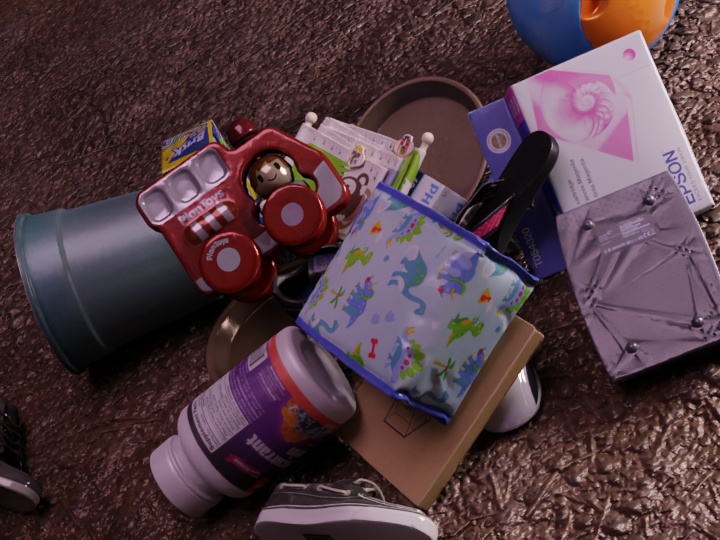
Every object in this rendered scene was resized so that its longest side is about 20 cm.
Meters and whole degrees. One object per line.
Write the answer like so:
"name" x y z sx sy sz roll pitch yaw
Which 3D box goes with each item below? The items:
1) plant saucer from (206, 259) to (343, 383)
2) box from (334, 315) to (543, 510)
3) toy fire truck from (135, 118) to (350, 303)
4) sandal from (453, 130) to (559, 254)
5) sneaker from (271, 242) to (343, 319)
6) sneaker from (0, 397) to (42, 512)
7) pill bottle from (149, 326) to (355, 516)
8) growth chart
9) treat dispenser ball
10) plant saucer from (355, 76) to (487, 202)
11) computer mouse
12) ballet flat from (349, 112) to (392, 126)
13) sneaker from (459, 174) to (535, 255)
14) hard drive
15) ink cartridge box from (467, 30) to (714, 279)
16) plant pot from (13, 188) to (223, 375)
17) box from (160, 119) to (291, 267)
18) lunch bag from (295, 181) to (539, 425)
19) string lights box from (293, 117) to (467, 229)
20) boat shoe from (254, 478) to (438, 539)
"plant saucer" -0.076 0.068 1.601 0.199 0.030 0.201 -18 41 16
"box" 0.071 0.111 1.422 0.201 0.021 0.163 -56 40 0
"toy fire truck" -0.122 -0.069 1.554 0.200 0.112 0.168 -36 80 3
"sandal" 0.129 -0.058 1.484 0.201 0.045 0.075 -60 34 14
"sneaker" 0.000 0.000 1.495 0.199 0.078 0.070 -29 46 25
"sneaker" -0.409 0.200 1.658 0.199 0.075 0.106 12 58 43
"pill bottle" -0.112 0.157 1.462 0.200 0.111 0.112 -39 36 14
"growth chart" -0.020 -0.101 1.618 0.199 0.018 0.145 17 84 39
"treat dispenser ball" 0.265 -0.328 1.668 0.200 0.201 0.202 -19 40 16
"plant saucer" 0.066 -0.125 1.672 0.199 0.029 0.201 -14 65 31
"computer mouse" 0.135 0.074 1.448 0.109 0.044 0.201 -23 39 13
"ballet flat" 0.019 -0.159 1.761 0.200 0.072 0.072 -36 38 -5
"sneaker" 0.175 -0.091 1.589 0.200 0.079 0.089 -44 17 -6
"hard drive" 0.273 0.010 1.398 0.134 0.042 0.201 -23 52 12
"ink cartridge box" 0.233 -0.116 1.496 0.199 0.043 0.197 -23 82 9
"plant pot" -0.274 -0.005 1.710 0.195 0.201 0.201 -20 39 2
"box" -0.153 -0.071 1.675 0.070 0.200 0.064 -23 38 10
"lunch bag" 0.041 0.024 1.394 0.200 0.127 0.171 32 90 41
"string lights box" 0.015 -0.082 1.635 0.200 0.059 0.103 33 93 38
"boat shoe" -0.011 0.225 1.365 0.199 0.071 0.064 -2 48 35
